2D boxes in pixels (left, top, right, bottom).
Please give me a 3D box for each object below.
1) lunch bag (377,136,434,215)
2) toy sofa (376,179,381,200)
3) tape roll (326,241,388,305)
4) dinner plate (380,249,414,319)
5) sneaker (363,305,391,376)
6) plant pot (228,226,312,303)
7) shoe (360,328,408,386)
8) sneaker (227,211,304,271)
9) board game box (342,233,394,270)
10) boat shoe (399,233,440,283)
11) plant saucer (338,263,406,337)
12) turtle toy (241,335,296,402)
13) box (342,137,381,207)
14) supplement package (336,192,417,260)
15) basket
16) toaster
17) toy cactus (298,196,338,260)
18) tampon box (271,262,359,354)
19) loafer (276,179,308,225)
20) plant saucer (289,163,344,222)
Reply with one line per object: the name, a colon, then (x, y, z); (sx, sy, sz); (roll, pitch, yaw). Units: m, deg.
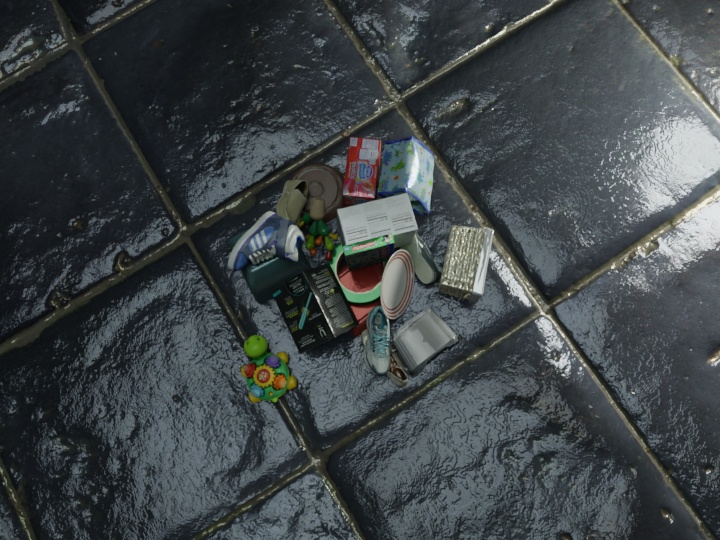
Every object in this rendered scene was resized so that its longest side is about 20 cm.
lunch bag: (0.148, -0.269, 1.677); (0.127, 0.200, 0.171); (0, 77, 40)
toy sofa: (0.094, -0.196, 1.764); (0.082, 0.098, 0.201); (17, 77, -17)
tape roll: (0.000, 0.000, 1.697); (0.199, 0.048, 0.202); (-1, 78, 2)
dinner plate: (0.100, 0.039, 1.650); (0.024, 0.200, 0.201); (9, 77, 29)
sneaker: (0.048, 0.194, 1.620); (0.077, 0.086, 0.201); (-2, 68, -7)
plant pot: (-0.274, -0.046, 1.681); (0.195, 0.200, 0.197); (-28, 77, -3)
shoe: (0.073, 0.247, 1.671); (0.070, 0.053, 0.200); (-39, 78, -6)
sneaker: (-0.240, -0.050, 1.535); (0.146, 0.081, 0.200); (34, 76, 14)
board game box: (0.025, -0.048, 1.579); (0.134, 0.200, 0.029); (-14, 79, 0)
boat shoe: (0.178, -0.051, 1.740); (0.062, 0.073, 0.201); (-8, 63, -43)
plant saucer: (0.003, 0.061, 1.726); (0.200, 0.037, 0.200); (-37, 78, -6)
turtle toy: (-0.277, 0.283, 1.658); (0.145, 0.101, 0.201); (-21, 77, -2)
box: (0.005, -0.295, 1.765); (0.099, 0.096, 0.201); (5, 72, 3)
supplement package: (0.041, -0.120, 1.607); (0.199, 0.156, 0.111); (-14, 79, -5)
basket: (0.304, -0.021, 1.678); (0.123, 0.136, 0.201); (11, 78, 8)
toaster: (0.184, 0.197, 1.647); (0.200, 0.114, 0.129); (-36, 76, -9)
toy cactus: (-0.122, -0.134, 1.698); (0.102, 0.166, 0.200); (-3, 31, -24)
tampon box: (-0.128, 0.106, 1.634); (0.150, 0.126, 0.201); (-28, 85, 36)
loafer: (-0.196, -0.202, 1.703); (0.068, 0.076, 0.201); (-20, 46, 25)
plant saucer: (-0.138, -0.247, 1.803); (0.199, 0.034, 0.201); (-1, 77, 3)
